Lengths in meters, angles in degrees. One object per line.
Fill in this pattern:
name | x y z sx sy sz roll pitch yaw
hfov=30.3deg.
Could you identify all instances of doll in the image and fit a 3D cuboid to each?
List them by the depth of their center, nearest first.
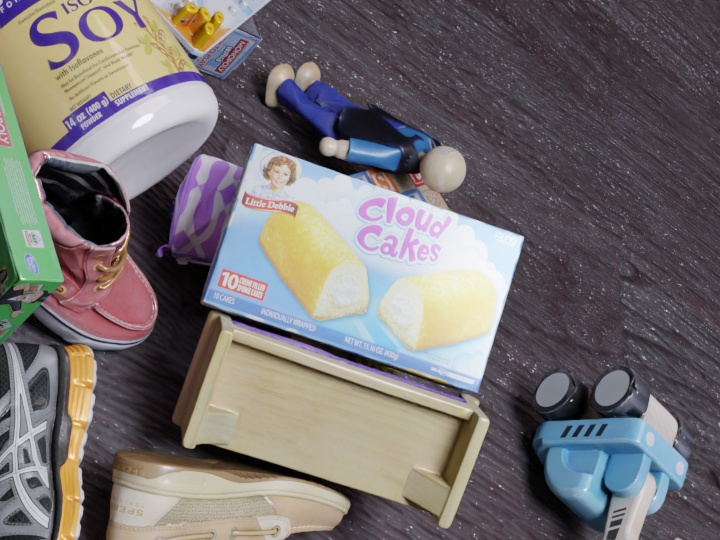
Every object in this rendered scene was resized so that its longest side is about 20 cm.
doll | 0.007 -0.119 1.157 0.199 0.049 0.136 32 27 26

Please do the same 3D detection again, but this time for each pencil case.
pencil case | -0.051 -0.019 0.994 0.199 0.084 0.086 18 76 -3

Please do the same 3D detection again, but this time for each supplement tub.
supplement tub | -0.208 -0.153 0.937 0.201 0.145 0.145 55 35 5

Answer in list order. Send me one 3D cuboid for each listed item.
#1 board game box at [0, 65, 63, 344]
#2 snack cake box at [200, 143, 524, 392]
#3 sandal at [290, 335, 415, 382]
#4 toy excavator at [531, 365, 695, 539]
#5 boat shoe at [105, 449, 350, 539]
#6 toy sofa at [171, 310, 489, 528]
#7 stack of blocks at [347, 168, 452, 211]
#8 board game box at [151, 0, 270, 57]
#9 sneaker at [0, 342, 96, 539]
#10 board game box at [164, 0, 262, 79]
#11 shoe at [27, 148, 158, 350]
board game box | -0.234 -0.048 0.738 0.029 0.134 0.201 4 57 -46
snack cake box | 0.000 0.000 0.925 0.199 0.067 0.116 18 85 -7
sandal | 0.010 0.118 1.018 0.200 0.079 0.088 33 71 -33
toy excavator | 0.217 0.188 1.105 0.100 0.194 0.201 41 58 -31
boat shoe | -0.087 0.161 0.875 0.199 0.071 0.065 17 82 -46
toy sofa | -0.021 0.097 0.904 0.199 0.083 0.098 19 6 -10
stack of blocks | 0.008 -0.021 1.137 0.200 0.059 0.116 -21 76 -54
board game box | -0.157 -0.293 1.116 0.200 0.026 0.200 47 35 -8
sneaker | -0.203 0.125 0.769 0.077 0.078 0.201 16 44 -22
board game box | -0.179 -0.262 1.139 0.199 0.062 0.201 29 41 -30
shoe | -0.174 -0.009 0.849 0.200 0.091 0.072 43 47 -47
